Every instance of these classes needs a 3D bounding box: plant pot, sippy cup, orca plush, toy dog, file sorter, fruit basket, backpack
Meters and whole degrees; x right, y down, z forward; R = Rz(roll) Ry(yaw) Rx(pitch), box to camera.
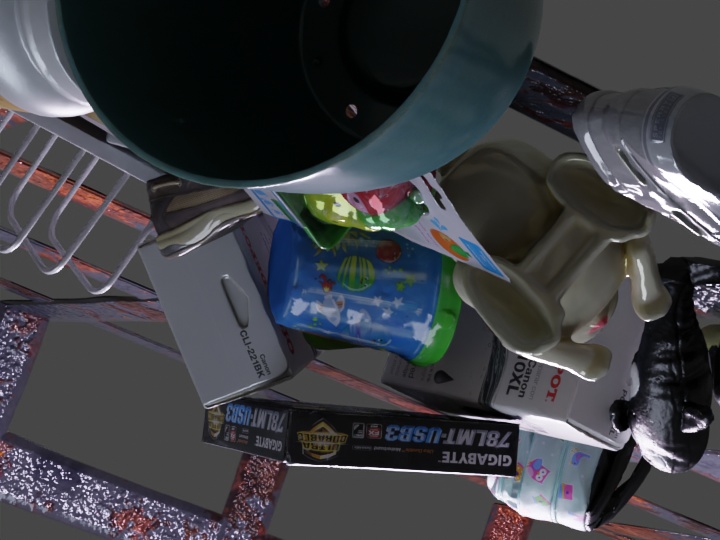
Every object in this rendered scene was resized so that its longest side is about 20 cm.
[{"bbox_3d":[-0.009,-0.124,0.932,0.200,0.201,0.161,14,180,27],"label":"plant pot"},{"bbox_3d":[0.000,0.000,1.605,0.130,0.178,0.140,6,-158,-16],"label":"sippy cup"},{"bbox_3d":[0.254,0.084,1.573,0.105,0.200,0.071,-10,-144,-32],"label":"orca plush"},{"bbox_3d":[0.120,-0.004,1.458,0.194,0.140,0.200,30,174,20],"label":"toy dog"},{"bbox_3d":[-0.268,-0.085,1.660,0.200,0.125,0.139,28,-168,-39],"label":"file sorter"},{"bbox_3d":[-0.012,-0.069,1.338,0.200,0.094,0.185,33,166,50],"label":"fruit basket"},{"bbox_3d":[0.189,0.121,1.788,0.126,0.200,0.167,16,170,21],"label":"backpack"}]

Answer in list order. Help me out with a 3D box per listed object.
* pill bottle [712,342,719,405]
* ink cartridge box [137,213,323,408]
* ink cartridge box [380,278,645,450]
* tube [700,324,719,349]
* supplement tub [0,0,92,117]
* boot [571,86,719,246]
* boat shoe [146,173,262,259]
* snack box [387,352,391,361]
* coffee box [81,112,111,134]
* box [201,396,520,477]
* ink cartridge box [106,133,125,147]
[{"bbox_3d":[0.363,0.079,1.489,0.200,0.112,0.112,21,170,-3],"label":"pill bottle"},{"bbox_3d":[-0.094,0.017,1.717,0.084,0.144,0.200,-22,-176,13],"label":"ink cartridge box"},{"bbox_3d":[0.133,0.051,1.675,0.200,0.145,0.084,10,167,43],"label":"ink cartridge box"},{"bbox_3d":[0.345,0.066,1.648,0.058,0.052,0.200,-19,-172,-33],"label":"tube"},{"bbox_3d":[-0.202,-0.164,1.191,0.200,0.145,0.145,12,167,38],"label":"supplement tub"},{"bbox_3d":[0.214,-0.052,1.247,0.200,0.074,0.096,37,168,-34],"label":"boot"},{"bbox_3d":[-0.084,-0.076,1.515,0.200,0.073,0.074,-27,-178,29],"label":"boat shoe"},{"bbox_3d":[0.146,0.093,2.092,0.200,0.068,0.169,21,170,-11],"label":"snack box"},{"bbox_3d":[-0.143,-0.135,1.413,0.113,0.080,0.200,10,166,41],"label":"coffee box"},{"bbox_3d":[-0.003,0.133,1.682,0.198,0.050,0.200,5,177,-24],"label":"box"},{"bbox_3d":[-0.090,-0.096,1.666,0.162,0.057,0.200,16,-173,18],"label":"ink cartridge box"}]
